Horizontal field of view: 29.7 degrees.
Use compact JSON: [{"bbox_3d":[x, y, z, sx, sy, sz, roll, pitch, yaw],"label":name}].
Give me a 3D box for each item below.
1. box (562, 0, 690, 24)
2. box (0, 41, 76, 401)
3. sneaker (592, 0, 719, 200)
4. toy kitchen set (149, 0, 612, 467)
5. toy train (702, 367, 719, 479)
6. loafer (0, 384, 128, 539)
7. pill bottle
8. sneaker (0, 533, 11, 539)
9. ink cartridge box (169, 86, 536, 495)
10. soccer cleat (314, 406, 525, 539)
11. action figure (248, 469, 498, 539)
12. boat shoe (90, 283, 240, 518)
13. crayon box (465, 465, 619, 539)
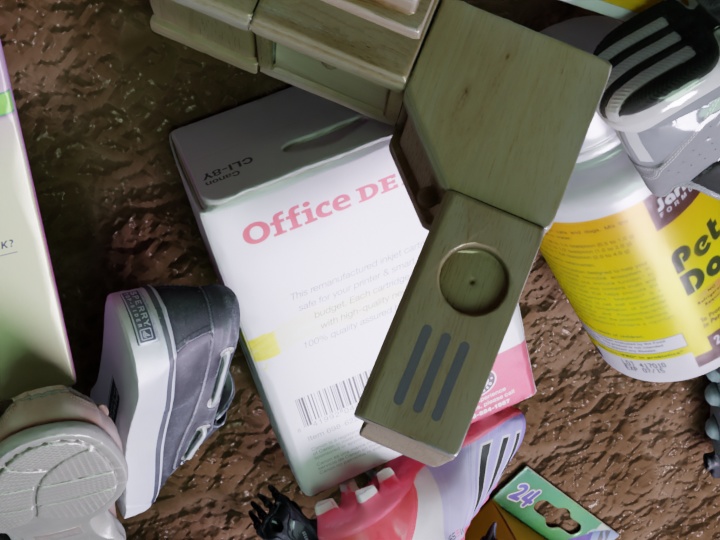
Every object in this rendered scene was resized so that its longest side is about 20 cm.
[{"bbox_3d":[0.156,-0.177,0.646,0.199,0.102,0.113,10,118,-28],"label":"box"},{"bbox_3d":[-0.233,-0.032,0.590,0.175,0.097,0.201,-14,128,-13],"label":"box"},{"bbox_3d":[0.207,-0.096,0.620,0.199,0.075,0.116,-26,135,10],"label":"sneaker"},{"bbox_3d":[-0.018,-0.048,0.538,0.199,0.163,0.181,23,79,2],"label":"toy kitchen set"},{"bbox_3d":[0.279,0.067,0.886,0.113,0.085,0.201,-10,129,-1],"label":"toy train"},{"bbox_3d":[-0.151,0.096,0.662,0.071,0.063,0.200,-9,152,-11],"label":"loafer"},{"bbox_3d":[0.145,-0.037,0.734,0.109,0.109,0.200,-34,129,3],"label":"pill bottle"},{"bbox_3d":[-0.228,0.124,0.735,0.088,0.077,0.200,-15,137,28],"label":"sneaker"},{"bbox_3d":[0.000,0.000,0.716,0.144,0.084,0.201,-22,128,-8],"label":"ink cartridge box"},{"bbox_3d":[0.044,0.134,0.784,0.066,0.200,0.077,-19,93,33],"label":"soccer cleat"},{"bbox_3d":[0.007,0.180,0.835,0.199,0.102,0.119,22,107,-37],"label":"action figure"},{"bbox_3d":[-0.099,0.067,0.703,0.067,0.072,0.200,-12,150,-21],"label":"boat shoe"},{"bbox_3d":[0.086,0.241,0.940,0.200,0.052,0.126,-45,128,10],"label":"crayon box"}]
